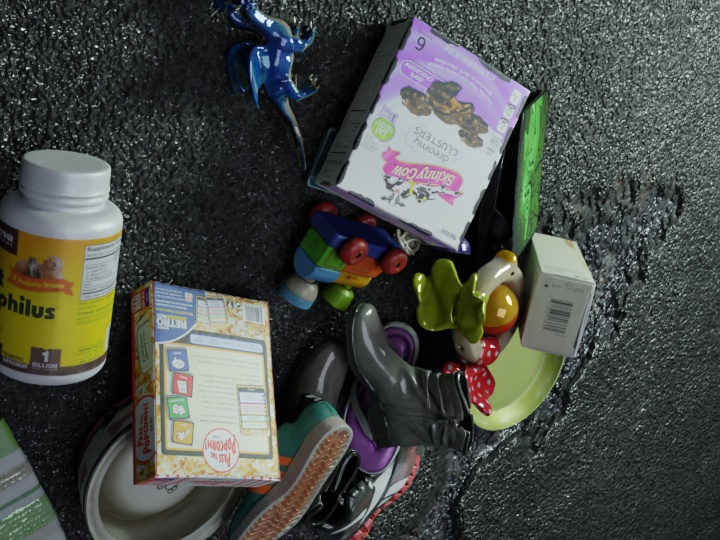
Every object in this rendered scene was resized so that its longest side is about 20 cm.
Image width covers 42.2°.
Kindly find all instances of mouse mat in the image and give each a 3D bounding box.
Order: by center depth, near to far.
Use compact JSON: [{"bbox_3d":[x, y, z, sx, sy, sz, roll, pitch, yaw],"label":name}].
[{"bbox_3d":[0.215,-0.120,1.187,0.161,0.007,0.201,-43,137,-60],"label":"mouse mat"}]

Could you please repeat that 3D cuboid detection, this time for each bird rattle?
[{"bbox_3d":[0.152,0.068,1.130,0.163,0.112,0.201,-43,128,-26],"label":"bird rattle"}]

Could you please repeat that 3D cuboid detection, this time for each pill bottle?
[{"bbox_3d":[-0.280,-0.004,0.859,0.109,0.109,0.201,-3,113,-37],"label":"pill bottle"}]

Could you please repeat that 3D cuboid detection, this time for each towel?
[{"bbox_3d":[-0.398,0.258,0.960,0.149,0.031,0.201,-29,125,-26],"label":"towel"}]

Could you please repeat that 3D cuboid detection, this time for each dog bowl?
[{"bbox_3d":[-0.223,0.219,1.040,0.199,0.074,0.201,-18,121,-31],"label":"dog bowl"}]

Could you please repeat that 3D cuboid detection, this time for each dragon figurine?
[{"bbox_3d":[-0.098,-0.199,0.935,0.099,0.059,0.201,-15,120,-31],"label":"dragon figurine"}]

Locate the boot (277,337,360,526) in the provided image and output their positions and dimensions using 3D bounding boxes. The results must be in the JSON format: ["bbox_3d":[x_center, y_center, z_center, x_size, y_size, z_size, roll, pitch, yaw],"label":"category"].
[{"bbox_3d":[-0.037,0.193,1.120,0.068,0.131,0.201,17,101,-42],"label":"boot"}]

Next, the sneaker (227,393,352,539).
[{"bbox_3d":[-0.092,0.230,1.065,0.200,0.080,0.071,-52,139,8],"label":"sneaker"}]

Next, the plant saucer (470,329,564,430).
[{"bbox_3d":[0.220,0.139,1.368,0.199,0.031,0.201,-18,122,-31],"label":"plant saucer"}]

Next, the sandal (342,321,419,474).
[{"bbox_3d":[0.020,0.164,1.193,0.050,0.082,0.204,-23,125,-77],"label":"sandal"}]

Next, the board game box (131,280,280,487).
[{"bbox_3d":[-0.162,0.122,0.976,0.151,0.046,0.201,13,62,-40],"label":"board game box"}]

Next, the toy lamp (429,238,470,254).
[{"bbox_3d":[0.126,-0.121,1.129,0.058,0.058,0.201,6,93,-39],"label":"toy lamp"}]

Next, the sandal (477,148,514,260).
[{"bbox_3d":[0.174,-0.072,1.163,0.201,0.048,0.076,83,21,-60],"label":"sandal"}]

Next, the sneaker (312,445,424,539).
[{"bbox_3d":[0.005,0.284,1.248,0.201,0.071,0.098,-50,134,-5],"label":"sneaker"}]

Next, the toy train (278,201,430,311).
[{"bbox_3d":[0.000,0.000,1.107,0.200,0.085,0.116,13,120,-48],"label":"toy train"}]

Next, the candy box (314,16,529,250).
[{"bbox_3d":[0.070,-0.147,1.035,0.167,0.071,0.201,26,87,-24],"label":"candy box"}]

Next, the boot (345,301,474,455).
[{"bbox_3d":[0.065,0.124,1.102,0.068,0.130,0.201,-45,124,-55],"label":"boot"}]

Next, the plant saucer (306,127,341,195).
[{"bbox_3d":[0.022,-0.109,1.101,0.199,0.019,0.070,16,102,-40],"label":"plant saucer"}]

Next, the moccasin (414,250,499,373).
[{"bbox_3d":[0.130,0.052,1.236,0.200,0.080,0.068,-51,131,-25],"label":"moccasin"}]

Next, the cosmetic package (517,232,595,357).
[{"bbox_3d":[0.249,0.027,1.224,0.071,0.200,0.106,13,109,3],"label":"cosmetic package"}]
